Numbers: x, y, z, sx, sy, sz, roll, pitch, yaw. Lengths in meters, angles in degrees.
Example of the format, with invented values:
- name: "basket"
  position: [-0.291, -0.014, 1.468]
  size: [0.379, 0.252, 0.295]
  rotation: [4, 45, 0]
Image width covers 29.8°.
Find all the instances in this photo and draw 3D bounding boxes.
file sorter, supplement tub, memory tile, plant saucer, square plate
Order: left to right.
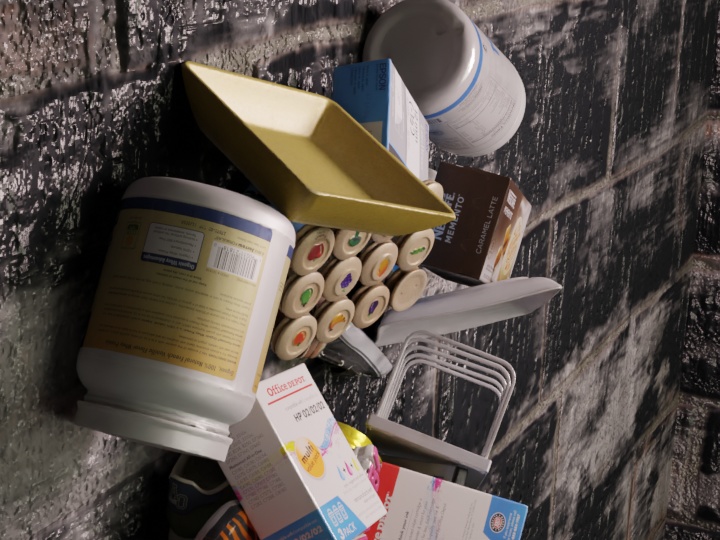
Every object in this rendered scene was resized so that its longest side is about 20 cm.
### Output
- name: "supplement tub"
  position: [-0.141, 0.040, 1.070]
  size: [0.144, 0.144, 0.200]
  rotation: [34, 67, -63]
- name: "plant saucer"
  position: [-0.043, -0.094, 1.169]
  size: [0.200, 0.200, 0.049]
  rotation: [7, 121, -50]
- name: "memory tile"
  position: [0.000, 0.000, 1.272]
  size: [0.200, 0.017, 0.154]
  rotation: [-23, 138, -40]
- name: "file sorter"
  position: [0.093, 0.157, 1.532]
  size: [0.200, 0.139, 0.125]
  rotation: [84, 27, -76]
- name: "supplement tub"
  position: [0.096, -0.211, 1.502]
  size: [0.200, 0.132, 0.132]
  rotation: [23, 78, -65]
- name: "square plate"
  position: [0.109, 0.044, 1.497]
  size: [0.200, 0.198, 0.029]
  rotation: [105, -27, -80]

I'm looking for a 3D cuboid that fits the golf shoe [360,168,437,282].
- name: "golf shoe"
  position: [0.046, -0.073, 1.519]
  size: [0.092, 0.075, 0.200]
  rotation: [60, 31, -24]

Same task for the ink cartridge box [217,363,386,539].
- name: "ink cartridge box"
  position: [-0.070, 0.156, 1.203]
  size: [0.200, 0.068, 0.115]
  rotation: [60, 22, 5]

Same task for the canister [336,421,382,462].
- name: "canister"
  position: [-0.052, 0.277, 1.415]
  size: [0.200, 0.086, 0.149]
  rotation: [-63, 149, -30]

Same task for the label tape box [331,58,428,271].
- name: "label tape box"
  position: [0.032, -0.099, 1.364]
  size: [0.200, 0.066, 0.144]
  rotation: [47, 40, -58]

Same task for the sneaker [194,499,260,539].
- name: "sneaker"
  position: [-0.086, 0.283, 1.209]
  size: [0.078, 0.112, 0.200]
  rotation: [-46, 154, -24]

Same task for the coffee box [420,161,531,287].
- name: "coffee box"
  position: [0.126, -0.043, 1.494]
  size: [0.200, 0.080, 0.115]
  rotation: [27, 79, -75]

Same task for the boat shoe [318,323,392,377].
- name: "boat shoe"
  position: [-0.019, 0.082, 1.453]
  size: [0.057, 0.069, 0.200]
  rotation: [-41, 157, -1]

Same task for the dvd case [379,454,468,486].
- name: "dvd case"
  position: [0.039, 0.279, 1.504]
  size: [0.018, 0.200, 0.143]
  rotation: [23, 76, -29]

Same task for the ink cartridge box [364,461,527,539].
- name: "ink cartridge box"
  position: [0.056, 0.267, 1.377]
  size: [0.067, 0.200, 0.116]
  rotation: [127, -19, -78]

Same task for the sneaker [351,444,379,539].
- name: "sneaker"
  position: [-0.042, 0.258, 1.301]
  size: [0.074, 0.087, 0.200]
  rotation: [29, 73, -74]

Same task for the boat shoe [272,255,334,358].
- name: "boat shoe"
  position: [-0.065, -0.016, 1.310]
  size: [0.074, 0.076, 0.201]
  rotation: [11, 80, -60]

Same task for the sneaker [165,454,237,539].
- name: "sneaker"
  position: [-0.114, 0.168, 1.259]
  size: [0.200, 0.067, 0.090]
  rotation: [-49, 146, -44]

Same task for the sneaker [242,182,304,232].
- name: "sneaker"
  position: [-0.099, -0.031, 1.217]
  size: [0.200, 0.078, 0.090]
  rotation: [-67, 149, -27]
